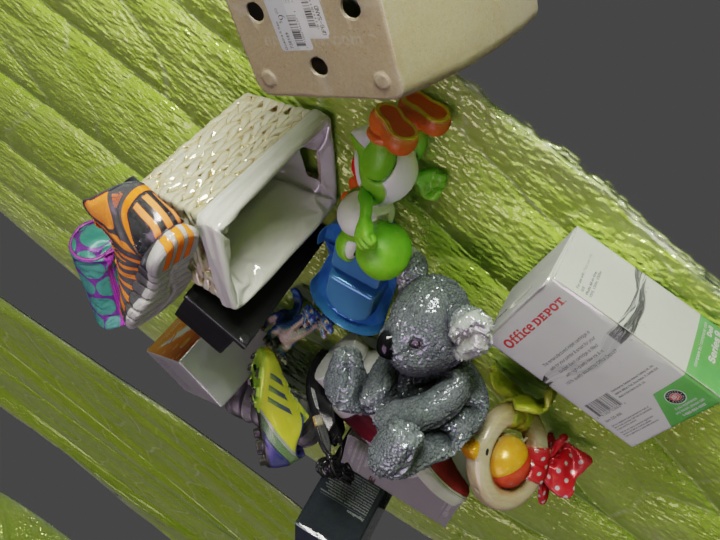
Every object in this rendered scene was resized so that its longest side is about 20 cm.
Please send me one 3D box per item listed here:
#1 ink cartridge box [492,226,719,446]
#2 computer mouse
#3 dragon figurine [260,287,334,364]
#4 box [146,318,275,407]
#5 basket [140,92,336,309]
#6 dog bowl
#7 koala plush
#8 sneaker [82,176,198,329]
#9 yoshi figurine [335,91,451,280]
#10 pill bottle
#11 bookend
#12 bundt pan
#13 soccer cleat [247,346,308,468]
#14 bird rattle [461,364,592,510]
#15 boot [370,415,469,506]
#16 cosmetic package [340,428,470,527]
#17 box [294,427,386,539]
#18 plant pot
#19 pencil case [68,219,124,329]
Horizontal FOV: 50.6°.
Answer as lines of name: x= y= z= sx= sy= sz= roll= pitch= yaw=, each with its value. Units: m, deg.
ink cartridge box: x=0.251 y=0.071 z=0.780 sx=0.198 sy=0.085 sz=0.146 roll=36 pitch=145 yaw=0
computer mouse: x=-0.058 y=0.209 z=1.100 sx=0.045 sy=0.204 sz=0.141 roll=-14 pitch=162 yaw=9
dragon figurine: x=-0.094 y=0.067 z=1.085 sx=0.059 sy=0.099 sz=0.200 roll=50 pitch=179 yaw=-21
box: x=-0.234 y=0.119 z=1.176 sx=0.098 sy=0.125 sz=0.199 roll=49 pitch=158 yaw=-19
basket: x=-0.129 y=-0.084 z=0.832 sx=0.122 sy=0.201 sz=0.137 roll=25 pitch=144 yaw=22
dog bowl: x=0.000 y=0.000 z=0.944 sx=0.110 sy=0.050 sz=0.202 roll=28 pitch=145 yaw=11
koala plush: x=0.072 y=0.088 z=0.845 sx=0.178 sy=0.180 sz=0.204 roll=47 pitch=138 yaw=47
sneaker: x=-0.230 y=-0.025 z=0.782 sx=0.112 sy=0.077 sz=0.200 roll=47 pitch=140 yaw=7
yoshi figurine: x=0.033 y=-0.068 z=0.769 sx=0.110 sy=0.114 sz=0.202 roll=12 pitch=135 yaw=-11
pill bottle: x=0.032 y=0.188 z=1.077 sx=0.200 sy=0.114 sz=0.112 roll=45 pitch=144 yaw=-13
bookend: x=-0.157 y=0.027 z=0.978 sx=0.092 sy=0.201 sz=0.199 roll=39 pitch=144 yaw=-6
bundt pan: x=-0.139 y=0.226 z=1.237 sx=0.198 sy=0.077 sz=0.202 roll=24 pitch=167 yaw=6
soccer cleat: x=-0.117 y=0.195 z=1.101 sx=0.065 sy=0.082 sz=0.204 roll=-122 pitch=27 yaw=-61
bird rattle: x=0.194 y=0.225 z=0.955 sx=0.112 sy=0.162 sz=0.203 roll=20 pitch=137 yaw=51
boot: x=0.112 y=0.197 z=0.997 sx=0.201 sy=0.144 sz=0.072 roll=51 pitch=180 yaw=-10
cosmetic package: x=0.077 y=0.300 z=1.193 sx=0.198 sy=0.090 sz=0.108 roll=30 pitch=141 yaw=14
box: x=-0.018 y=0.390 z=1.275 sx=0.105 sy=0.201 sz=0.150 roll=25 pitch=144 yaw=13
plant pot: x=0.000 y=-0.235 z=0.564 sx=0.196 sy=0.178 sz=0.202 roll=9 pitch=138 yaw=31
pencil case: x=-0.431 y=0.011 z=1.292 sx=0.092 sy=0.085 sz=0.202 roll=38 pitch=149 yaw=25
